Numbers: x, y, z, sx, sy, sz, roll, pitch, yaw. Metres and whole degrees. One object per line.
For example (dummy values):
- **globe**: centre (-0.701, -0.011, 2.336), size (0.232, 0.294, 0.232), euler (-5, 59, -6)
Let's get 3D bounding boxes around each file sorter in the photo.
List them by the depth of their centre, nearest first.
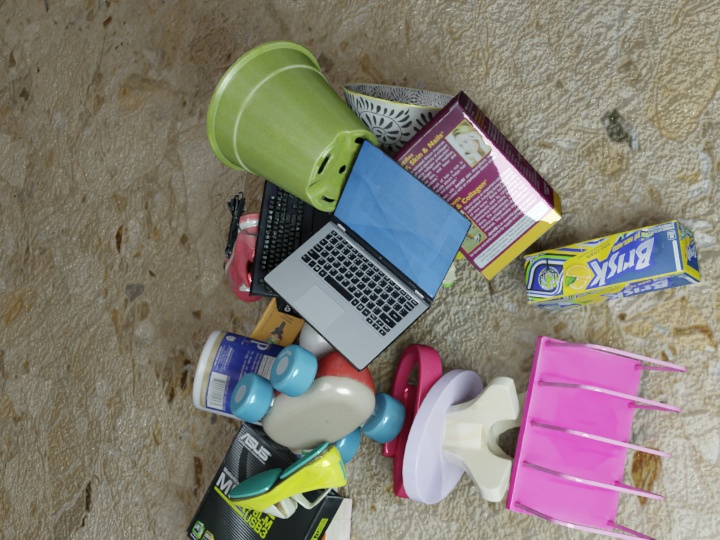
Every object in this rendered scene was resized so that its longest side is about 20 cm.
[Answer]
- **file sorter**: centre (0.267, 0.187, 1.020), size (0.125, 0.138, 0.202), euler (168, 115, -73)

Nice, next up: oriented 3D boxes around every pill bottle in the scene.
- **pill bottle**: centre (-0.133, 0.167, 1.338), size (0.198, 0.120, 0.121), euler (14, 84, 4)

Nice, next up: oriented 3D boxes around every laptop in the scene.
- **laptop**: centre (0.003, -0.021, 1.140), size (0.200, 0.116, 0.187), euler (-41, 64, -19)

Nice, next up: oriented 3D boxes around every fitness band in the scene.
- **fitness band**: centre (0.069, 0.198, 1.216), size (0.144, 0.037, 0.202), euler (150, 129, -74)

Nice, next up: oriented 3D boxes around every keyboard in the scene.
- **keyboard**: centre (-0.133, -0.052, 1.292), size (0.126, 0.021, 0.202), euler (5, 57, -3)

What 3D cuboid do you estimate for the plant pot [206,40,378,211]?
- **plant pot**: centre (-0.077, -0.179, 1.248), size (0.190, 0.199, 0.201), euler (42, 103, 34)

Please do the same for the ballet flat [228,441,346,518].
- **ballet flat**: centre (-0.095, 0.292, 1.220), size (0.199, 0.067, 0.067), euler (-31, 95, 32)

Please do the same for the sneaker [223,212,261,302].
- **sneaker**: centre (-0.167, 0.003, 1.383), size (0.201, 0.073, 0.087), euler (101, 161, -54)

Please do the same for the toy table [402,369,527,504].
- **toy table**: centre (0.147, 0.207, 1.125), size (0.116, 0.185, 0.201), euler (1, 44, 32)

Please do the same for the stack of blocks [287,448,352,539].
- **stack of blocks**: centre (-0.074, 0.340, 1.322), size (0.114, 0.058, 0.202), euler (-6, 73, 37)

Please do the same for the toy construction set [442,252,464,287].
- **toy construction set**: centre (0.075, -0.050, 1.283), size (0.130, 0.092, 0.202), euler (-20, 76, -1)

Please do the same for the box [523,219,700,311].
- **box**: centre (0.304, -0.002, 1.121), size (0.199, 0.070, 0.065), euler (-15, 70, 34)

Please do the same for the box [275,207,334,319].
- **box**: centre (-0.071, -0.065, 1.377), size (0.199, 0.049, 0.201), euler (-58, 26, 29)

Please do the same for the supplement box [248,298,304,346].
- **supplement box**: centre (-0.149, 0.127, 1.429), size (0.066, 0.069, 0.201), euler (33, 101, 2)

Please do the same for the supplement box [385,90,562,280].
- **supplement box**: centre (0.149, -0.111, 1.190), size (0.131, 0.103, 0.200), euler (-41, 98, 21)

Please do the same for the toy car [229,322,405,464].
- **toy car**: centre (-0.050, 0.124, 1.233), size (0.176, 0.183, 0.201), euler (-35, 36, 39)

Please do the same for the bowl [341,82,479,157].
- **bowl**: centre (0.065, -0.205, 1.316), size (0.200, 0.200, 0.095), euler (22, 113, 40)

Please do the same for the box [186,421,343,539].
- **box**: centre (-0.141, 0.349, 1.303), size (0.199, 0.047, 0.195), euler (33, 99, 39)
